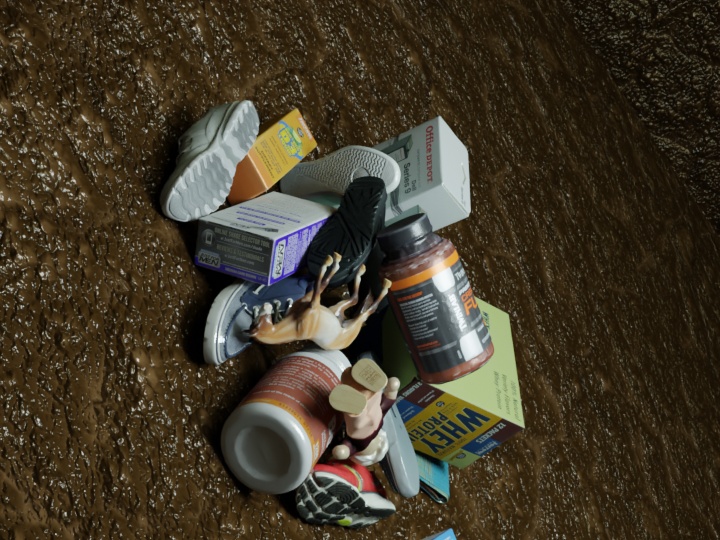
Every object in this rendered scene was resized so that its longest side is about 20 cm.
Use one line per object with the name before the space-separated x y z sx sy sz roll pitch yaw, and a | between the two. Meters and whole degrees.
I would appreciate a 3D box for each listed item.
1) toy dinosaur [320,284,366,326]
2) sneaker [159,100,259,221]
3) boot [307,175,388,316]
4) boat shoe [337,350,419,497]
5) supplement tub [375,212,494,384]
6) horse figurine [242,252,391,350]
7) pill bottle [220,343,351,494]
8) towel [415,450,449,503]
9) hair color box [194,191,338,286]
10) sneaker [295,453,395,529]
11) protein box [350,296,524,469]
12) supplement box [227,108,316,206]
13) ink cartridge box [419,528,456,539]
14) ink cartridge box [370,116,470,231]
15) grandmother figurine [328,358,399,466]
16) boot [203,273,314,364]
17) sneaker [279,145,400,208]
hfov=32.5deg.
toy dinosaur | -0.052 0.049 1.682 0.107 0.060 0.200 54 14 16
sneaker | -0.200 -0.134 1.550 0.201 0.081 0.075 -59 141 -40
boot | 0.000 0.000 1.619 0.201 0.075 0.170 -65 152 -45
boat shoe | 0.008 0.209 1.585 0.071 0.090 0.203 45 23 -59
supplement tub | 0.088 0.033 1.559 0.203 0.106 0.107 67 26 -11
horse figurine | -0.038 0.048 1.482 0.050 0.134 0.199 38 10 32
pill bottle | -0.077 0.166 1.458 0.113 0.111 0.200 59 28 -10
towel | 0.081 0.222 1.797 0.146 0.021 0.202 42 34 -38
hair color box | -0.113 -0.044 1.566 0.200 0.108 0.066 -26 128 -64
sneaker | -0.030 0.263 1.522 0.200 0.076 0.086 39 24 -58
protein box | 0.105 0.136 1.738 0.198 0.135 0.201 26 43 -30
supplement box | -0.129 -0.158 1.692 0.067 0.068 0.200 59 25 -12
ink cartridge box | 0.094 0.446 1.546 0.146 0.085 0.203 -10 74 -63
ink cartridge box | 0.058 -0.121 1.842 0.084 0.198 0.148 44 33 -40
grandmother figurine | 0.004 0.174 1.453 0.061 0.121 0.201 44 -21 23
boot | -0.118 0.051 1.486 0.201 0.089 0.074 -63 155 -58
sneaker | -0.004 -0.127 1.740 0.117 0.198 0.075 8 82 -52
